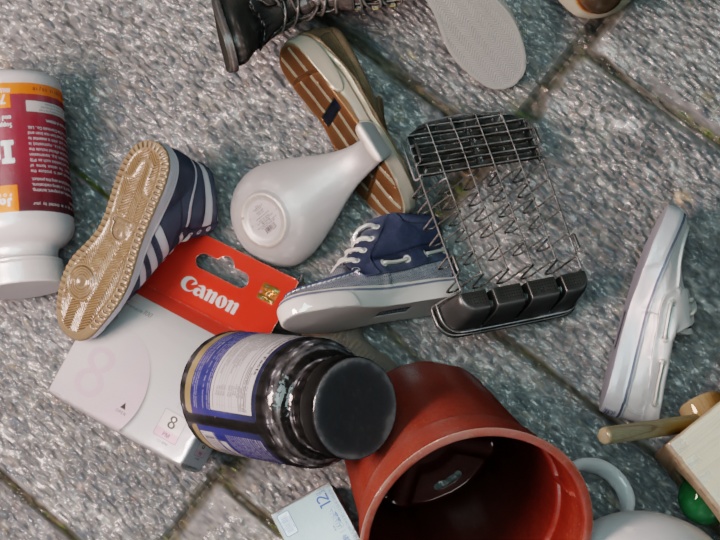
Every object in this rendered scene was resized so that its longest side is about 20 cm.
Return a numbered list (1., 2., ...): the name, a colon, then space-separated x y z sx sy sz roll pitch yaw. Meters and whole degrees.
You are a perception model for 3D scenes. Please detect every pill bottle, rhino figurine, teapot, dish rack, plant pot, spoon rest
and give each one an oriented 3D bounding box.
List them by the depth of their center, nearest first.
1. pill bottle: -0.061 0.111 1.621 0.112 0.200 0.112 -1 92 -36
2. plant pot: 0.074 0.184 1.634 0.200 0.195 0.202 -5 113 -12
3. teapot: 0.258 0.284 1.653 0.197 0.146 0.201 12 118 31
4. dish rack: 0.118 -0.048 1.737 0.153 0.055 0.201 -10 72 -28
5. spoon rest: -0.044 -0.074 1.749 0.200 0.061 0.100 -33 85 35
6. rhino figurine: -0.032 0.077 1.752 0.087 0.060 0.200 -41 74 -1
7. pill bottle: -0.328 -0.079 1.774 0.112 0.113 0.201 -8 80 3

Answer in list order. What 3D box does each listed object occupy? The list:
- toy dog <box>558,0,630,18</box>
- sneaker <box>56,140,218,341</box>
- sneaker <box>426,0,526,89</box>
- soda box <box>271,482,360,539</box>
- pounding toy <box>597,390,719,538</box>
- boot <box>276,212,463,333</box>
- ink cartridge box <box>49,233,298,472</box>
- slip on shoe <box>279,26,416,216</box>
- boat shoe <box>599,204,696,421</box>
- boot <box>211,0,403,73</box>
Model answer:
1. toy dog: 0.256 -0.321 1.769 0.200 0.140 0.194 -37 116 -3
2. sneaker: -0.203 -0.021 1.764 0.070 0.108 0.201 31 100 26
3. sneaker: 0.097 -0.275 1.790 0.074 0.116 0.200 -26 116 22
4. soda box: -0.005 0.295 1.709 0.063 0.068 0.200 -29 80 -2
5. pounding toy: 0.323 0.144 1.647 0.200 0.184 0.142 -38 80 -2
6. boot: 0.000 0.000 1.723 0.199 0.073 0.091 -5 70 -38
7. ink cartridge box: -0.174 0.063 1.751 0.162 0.057 0.201 25 88 25
8. slip on shoe: 0.000 -0.142 1.785 0.060 0.076 0.200 -30 80 -33
9. boat shoe: 0.275 0.042 1.732 0.065 0.074 0.201 17 93 2
10. boot: -0.044 -0.253 1.756 0.173 0.200 0.069 -5 122 8
